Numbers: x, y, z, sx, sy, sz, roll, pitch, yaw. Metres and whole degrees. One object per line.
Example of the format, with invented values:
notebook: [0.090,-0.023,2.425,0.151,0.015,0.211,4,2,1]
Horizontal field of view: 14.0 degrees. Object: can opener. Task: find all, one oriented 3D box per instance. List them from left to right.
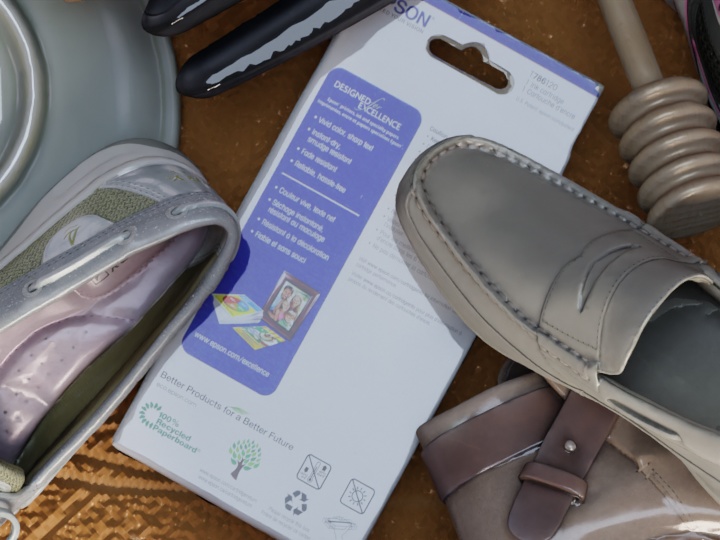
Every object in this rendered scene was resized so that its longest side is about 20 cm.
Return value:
can opener: [0.013,-0.125,1.037,0.200,0.079,0.064,-39,109,-8]

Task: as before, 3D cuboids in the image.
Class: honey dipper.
honey dipper: [0.089,-0.107,1.055,0.038,0.038,0.201,-17,67,-1]

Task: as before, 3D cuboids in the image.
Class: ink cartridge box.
ink cartridge box: [0.000,0.000,1.063,0.099,0.039,0.201,29,86,3]

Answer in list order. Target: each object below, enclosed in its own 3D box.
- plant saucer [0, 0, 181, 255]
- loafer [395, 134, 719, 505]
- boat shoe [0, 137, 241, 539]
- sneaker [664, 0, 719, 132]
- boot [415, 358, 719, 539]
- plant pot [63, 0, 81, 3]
plant saucer: [-0.165,-0.061,1.066,0.198,0.050,0.202,0,83,0]
loafer: [0.096,0.016,0.983,0.200,0.070,0.070,36,68,15]
boat shoe: [-0.122,0.042,1.029,0.202,0.065,0.074,-45,120,-1]
sneaker: [0.144,-0.109,1.050,0.080,0.086,0.201,-22,83,-4]
boot: [0.125,0.055,1.036,0.200,0.070,0.146,-37,77,-21]
plant pot: [-0.103,-0.193,1.020,0.200,0.200,0.175,-32,97,-3]
